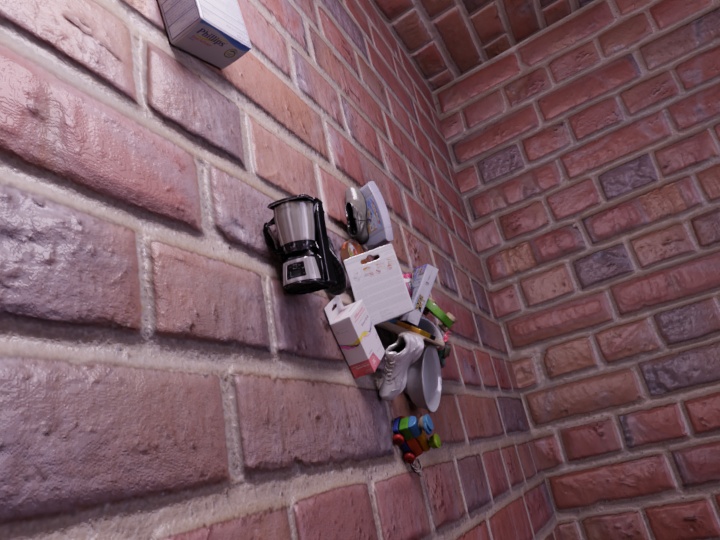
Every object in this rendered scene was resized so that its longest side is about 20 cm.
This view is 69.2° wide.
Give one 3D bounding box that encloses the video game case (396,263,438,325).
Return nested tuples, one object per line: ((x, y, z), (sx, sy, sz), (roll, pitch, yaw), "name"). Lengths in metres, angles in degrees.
((0.178, 0.081, 1.669), (0.200, 0.044, 0.187), (148, -38, -82), "video game case")

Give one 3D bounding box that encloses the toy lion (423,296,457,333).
((0.240, 0.118, 1.893), (0.191, 0.069, 0.199), (44, -2, -44), "toy lion")

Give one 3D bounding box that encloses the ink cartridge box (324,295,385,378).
((-0.013, 0.162, 1.382), (0.205, 0.066, 0.117), (65, 23, -10), "ink cartridge box")

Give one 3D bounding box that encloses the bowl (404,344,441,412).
((0.186, 0.337, 1.629), (0.200, 0.087, 0.209), (-7, 90, -66), "bowl")

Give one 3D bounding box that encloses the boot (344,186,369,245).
((-0.019, -0.189, 1.625), (0.131, 0.065, 0.207), (46, 31, -71), "boot")

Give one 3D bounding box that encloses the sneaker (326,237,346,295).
((-0.084, -0.038, 1.388), (0.205, 0.074, 0.088), (65, 18, -11), "sneaker")

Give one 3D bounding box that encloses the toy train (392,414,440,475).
((0.178, 0.496, 1.473), (0.204, 0.113, 0.085), (60, 25, -19), "toy train")

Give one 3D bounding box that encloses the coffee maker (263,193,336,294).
((-0.120, -0.055, 1.217), (0.189, 0.132, 0.208), (-1, 78, -51), "coffee maker")

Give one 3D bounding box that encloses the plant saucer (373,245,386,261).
((0.078, 0.026, 1.628), (0.200, 0.031, 0.208), (168, -89, -75), "plant saucer")

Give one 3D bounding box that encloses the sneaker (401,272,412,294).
((0.121, 0.067, 1.685), (0.201, 0.077, 0.078), (106, -20, -74), "sneaker")

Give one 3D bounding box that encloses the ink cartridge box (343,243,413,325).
((0.050, 0.046, 1.510), (0.047, 0.155, 0.207), (126, -55, -79), "ink cartridge box")

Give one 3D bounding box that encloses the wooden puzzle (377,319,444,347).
((0.153, 0.185, 1.615), (0.198, 0.181, 0.038), (21, 89, -58), "wooden puzzle")

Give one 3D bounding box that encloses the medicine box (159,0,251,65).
((-0.362, -0.600, 1.187), (0.181, 0.100, 0.207), (-5, 76, -66), "medicine box")

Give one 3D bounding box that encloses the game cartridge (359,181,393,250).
((0.040, -0.178, 1.708), (0.040, 0.132, 0.207), (-16, 84, -30), "game cartridge")

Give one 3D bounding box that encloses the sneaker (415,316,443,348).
((0.227, 0.199, 1.758), (0.080, 0.076, 0.200), (16, 16, -36), "sneaker")

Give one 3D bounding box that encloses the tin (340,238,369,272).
((0.000, 0.000, 1.585), (0.203, 0.041, 0.113), (59, 21, -25), "tin")

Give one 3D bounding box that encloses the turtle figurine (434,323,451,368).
((0.277, 0.281, 1.869), (0.201, 0.098, 0.154), (59, 50, -62), "turtle figurine")

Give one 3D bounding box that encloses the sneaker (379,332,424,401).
((0.093, 0.260, 1.450), (0.098, 0.077, 0.205), (29, 85, -36), "sneaker")
